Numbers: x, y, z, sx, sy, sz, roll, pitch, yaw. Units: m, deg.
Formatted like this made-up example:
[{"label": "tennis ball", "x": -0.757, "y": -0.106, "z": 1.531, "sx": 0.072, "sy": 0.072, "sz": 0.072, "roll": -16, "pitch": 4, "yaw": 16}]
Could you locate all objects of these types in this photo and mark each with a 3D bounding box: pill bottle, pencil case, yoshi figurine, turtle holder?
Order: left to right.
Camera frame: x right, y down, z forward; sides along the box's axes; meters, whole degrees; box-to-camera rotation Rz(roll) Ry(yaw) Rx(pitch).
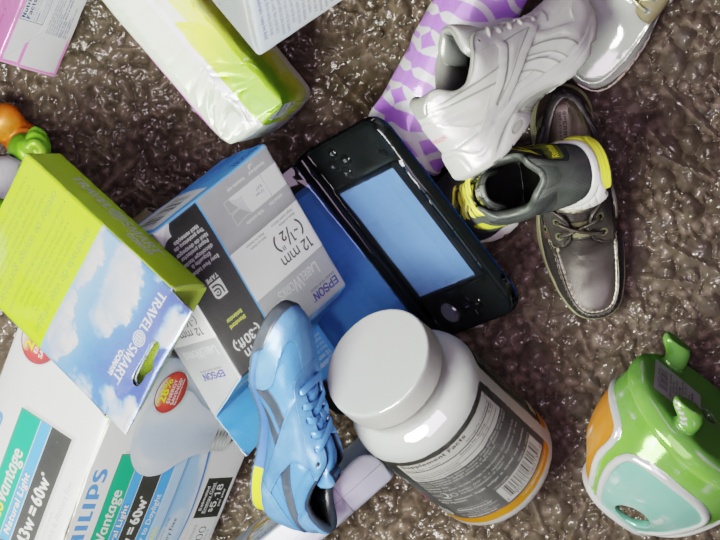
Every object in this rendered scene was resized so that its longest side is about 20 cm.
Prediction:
[{"label": "yoshi figurine", "x": -0.298, "y": -0.057, "z": 1.713, "sx": 0.111, "sy": 0.200, "sz": 0.113, "roll": -11, "pitch": 132, "yaw": -18}, {"label": "pill bottle", "x": 0.064, "y": 0.118, "z": 1.681, "sx": 0.116, "sy": 0.200, "sz": 0.117, "roll": -19, "pitch": 51, "yaw": 26}, {"label": "pencil case", "x": 0.069, "y": -0.179, "z": 1.712, "sx": 0.085, "sy": 0.084, "sz": 0.201, "roll": 33, "pitch": 100, "yaw": 39}, {"label": "turtle holder", "x": 0.268, "y": 0.155, "z": 1.711, "sx": 0.185, "sy": 0.141, "sz": 0.132, "roll": 24, "pitch": 121, "yaw": -35}]

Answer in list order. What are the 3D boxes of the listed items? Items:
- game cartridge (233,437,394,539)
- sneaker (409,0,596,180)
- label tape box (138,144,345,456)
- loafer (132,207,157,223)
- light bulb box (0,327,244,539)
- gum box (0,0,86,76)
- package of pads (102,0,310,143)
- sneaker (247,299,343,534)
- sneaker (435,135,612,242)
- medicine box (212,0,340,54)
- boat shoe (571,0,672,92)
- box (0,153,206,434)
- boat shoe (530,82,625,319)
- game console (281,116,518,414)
[{"label": "game cartridge", "x": -0.052, "y": 0.212, "z": 1.748, "sx": 0.200, "sy": 0.133, "sz": 0.042, "roll": -40, "pitch": 88, "yaw": 10}, {"label": "sneaker", "x": 0.112, "y": -0.170, "z": 1.638, "sx": 0.099, "sy": 0.078, "sz": 0.200, "roll": 47, "pitch": 60, "yaw": -17}, {"label": "label tape box", "x": -0.086, "y": 0.023, "z": 1.645, "sx": 0.066, "sy": 0.143, "sz": 0.201, "roll": -18, "pitch": 108, "yaw": 48}, {"label": "loafer", "x": -0.186, "y": -0.019, "z": 1.772, "sx": 0.199, "sy": 0.076, "sz": 0.069, "roll": -9, "pitch": 94, "yaw": -1}, {"label": "light bulb box", "x": -0.198, "y": 0.132, "z": 1.709, "sx": 0.124, "sy": 0.200, "sz": 0.199, "roll": 28, "pitch": 102, "yaw": 31}, {"label": "gum box", "x": -0.275, "y": -0.268, "z": 1.727, "sx": 0.113, "sy": 0.066, "sz": 0.201, "roll": 33, "pitch": 103, "yaw": 39}, {"label": "package of pads", "x": -0.133, "y": -0.195, "z": 1.699, "sx": 0.068, "sy": 0.154, "sz": 0.200, "roll": -40, "pitch": 89, "yaw": 11}, {"label": "sneaker", "x": -0.041, "y": 0.117, "z": 1.617, "sx": 0.078, "sy": 0.066, "sz": 0.201, "roll": 21, "pitch": 125, "yaw": 31}, {"label": "sneaker", "x": 0.108, "y": -0.069, "z": 1.680, "sx": 0.199, "sy": 0.084, "sz": 0.075, "roll": -19, "pitch": 81, "yaw": 46}, {"label": "medicine box", "x": -0.056, "y": -0.302, "z": 1.583, "sx": 0.200, "sy": 0.103, "sz": 0.182, "roll": -35, "pitch": 68, "yaw": -12}, {"label": "boat shoe", "x": 0.223, "y": -0.239, "z": 1.687, "sx": 0.074, "sy": 0.068, "sz": 0.201, "roll": 27, "pitch": 100, "yaw": 4}, {"label": "box", "x": -0.203, "y": 0.015, "z": 1.567, "sx": 0.200, "sy": 0.048, "sz": 0.122, "roll": 41, "pitch": 115, "yaw": 26}, {"label": "boat shoe", "x": 0.176, "y": -0.054, "z": 1.718, "sx": 0.073, "sy": 0.065, "sz": 0.201, "roll": -13, "pitch": 96, "yaw": 8}, {"label": "game console", "x": 0.000, "y": 0.000, "z": 1.707, "sx": 0.200, "sy": 0.170, "sz": 0.118, "roll": 51, "pitch": 58, "yaw": -10}]
